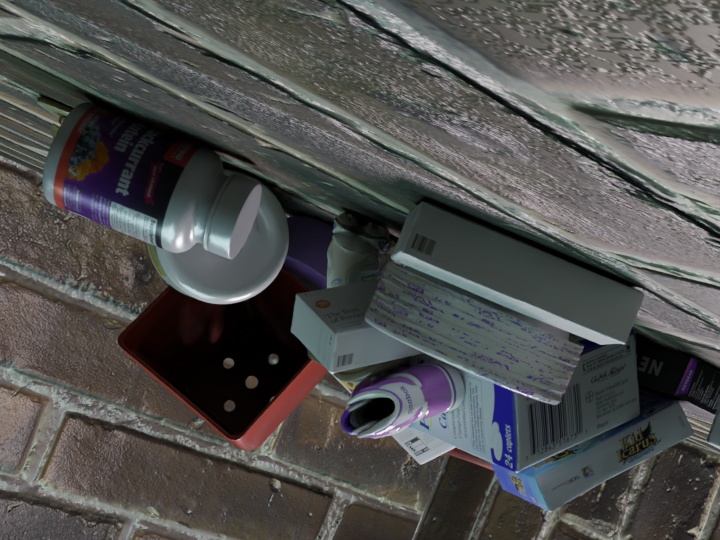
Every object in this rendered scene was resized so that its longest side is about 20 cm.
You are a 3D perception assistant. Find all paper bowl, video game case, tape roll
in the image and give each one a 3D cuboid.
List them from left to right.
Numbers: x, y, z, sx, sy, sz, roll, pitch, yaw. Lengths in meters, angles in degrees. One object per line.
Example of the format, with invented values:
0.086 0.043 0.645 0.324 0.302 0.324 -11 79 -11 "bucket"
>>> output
-0.040 0.025 1.776 0.200 0.066 0.200 33 155 17 "tape roll"
0.049 0.150 1.737 0.182 0.023 0.200 46 156 0 "video game case"
0.113 0.040 1.326 0.200 0.105 0.201 25 -178 -1 "paper bowl"
0.253 0.198 1.605 0.046 0.181 0.200 63 171 -3 "video game case"

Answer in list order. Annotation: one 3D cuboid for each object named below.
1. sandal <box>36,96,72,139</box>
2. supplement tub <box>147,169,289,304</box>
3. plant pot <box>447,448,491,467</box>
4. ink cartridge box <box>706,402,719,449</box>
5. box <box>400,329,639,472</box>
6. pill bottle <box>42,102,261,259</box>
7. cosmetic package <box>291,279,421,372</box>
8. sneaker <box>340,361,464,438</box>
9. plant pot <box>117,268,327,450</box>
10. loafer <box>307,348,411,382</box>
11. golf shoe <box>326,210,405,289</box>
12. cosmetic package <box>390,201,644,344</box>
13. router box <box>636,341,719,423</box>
-0.321 -0.136 1.675 0.077 0.070 0.212 21 176 21 "sandal"
-0.164 -0.038 1.598 0.144 0.145 0.200 23 177 -11 "supplement tub"
0.221 0.184 1.843 0.200 0.200 0.176 25 -178 -37 "plant pot"
0.490 0.191 1.528 0.200 0.084 0.144 26 174 -40 "ink cartridge box"
0.167 0.115 1.540 0.184 0.105 0.200 -18 -159 -33 "box"
-0.206 -0.085 1.430 0.200 0.112 0.111 21 176 6 "pill bottle"
0.037 0.046 1.463 0.200 0.051 0.083 -10 -148 -31 "cosmetic package"
0.010 0.145 1.515 0.114 0.073 0.200 -18 172 -33 "sneaker"
-0.146 0.109 1.754 0.200 0.200 0.176 37 162 20 "plant pot"
-0.013 0.074 1.561 0.076 0.068 0.200 -22 -167 -25 "loafer"
0.000 0.000 1.564 0.078 0.097 0.200 19 177 18 "golf shoe"
0.129 0.003 1.194 0.200 0.051 0.083 22 173 -4 "cosmetic package"
0.349 0.125 1.648 0.149 0.051 0.200 27 174 -34 "router box"
